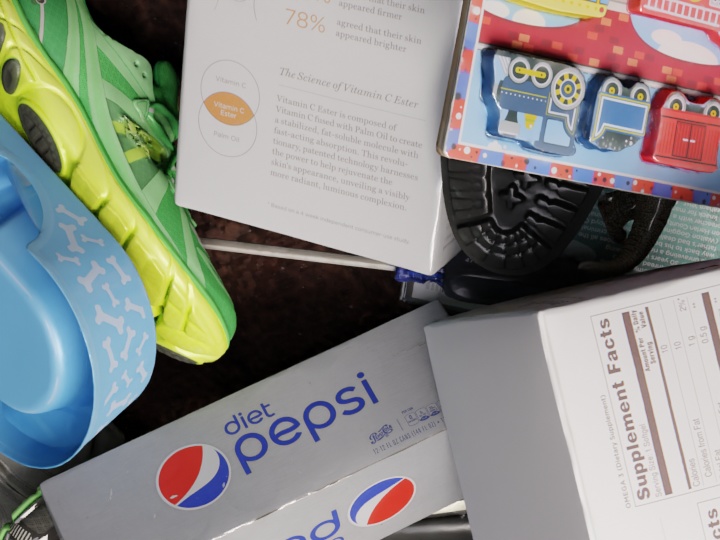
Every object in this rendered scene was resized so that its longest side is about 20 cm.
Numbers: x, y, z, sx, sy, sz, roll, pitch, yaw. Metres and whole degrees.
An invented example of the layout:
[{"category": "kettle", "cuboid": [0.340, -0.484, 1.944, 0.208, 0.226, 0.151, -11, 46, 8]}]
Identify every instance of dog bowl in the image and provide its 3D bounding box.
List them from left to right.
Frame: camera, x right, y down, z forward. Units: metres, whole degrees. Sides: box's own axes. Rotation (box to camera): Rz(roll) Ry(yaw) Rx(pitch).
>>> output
[{"category": "dog bowl", "cuboid": [-0.164, -0.006, 0.986, 0.200, 0.049, 0.112, 46, 135, 19]}]

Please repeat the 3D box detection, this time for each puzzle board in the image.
[{"category": "puzzle board", "cuboid": [0.127, -0.101, 0.839, 0.199, 0.017, 0.151, 8, 94, -31]}]

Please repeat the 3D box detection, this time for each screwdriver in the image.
[{"category": "screwdriver", "cuboid": [0.000, 0.000, 1.026, 0.199, 0.028, 0.029, 2, 87, 11]}]

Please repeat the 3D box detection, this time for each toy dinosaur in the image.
[{"category": "toy dinosaur", "cuboid": [0.140, -0.068, 0.910, 0.077, 0.200, 0.102, 52, 140, 11]}]

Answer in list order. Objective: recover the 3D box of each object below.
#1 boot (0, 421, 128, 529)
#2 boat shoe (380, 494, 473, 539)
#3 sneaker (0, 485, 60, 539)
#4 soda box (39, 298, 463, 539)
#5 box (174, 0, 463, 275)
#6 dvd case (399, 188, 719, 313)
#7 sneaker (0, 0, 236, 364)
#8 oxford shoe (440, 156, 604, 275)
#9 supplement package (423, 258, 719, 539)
[{"category": "boot", "cuboid": [-0.133, 0.075, 1.098, 0.130, 0.068, 0.200, 28, 116, -16]}, {"category": "boat shoe", "cuboid": [0.055, 0.120, 1.063, 0.200, 0.074, 0.063, -8, 104, 10]}, {"category": "sneaker", "cuboid": [-0.076, 0.152, 1.073, 0.199, 0.084, 0.077, 23, 112, -22]}, {"category": "soda box", "cuboid": [-0.035, 0.093, 1.006, 0.199, 0.068, 0.064, -25, 144, -9]}, {"category": "box", "cuboid": [0.003, -0.118, 0.940, 0.124, 0.097, 0.201, 16, 116, 20]}, {"category": "dvd case", "cuboid": [0.102, -0.063, 1.003, 0.145, 0.022, 0.201, 11, 114, 6]}, {"category": "sneaker", "cuboid": [-0.103, -0.052, 1.006, 0.074, 0.083, 0.201, -20, 100, 57]}, {"category": "oxford shoe", "cuboid": [0.083, -0.096, 0.886, 0.072, 0.084, 0.201, 16, 101, 12]}, {"category": "supplement package", "cuboid": [0.111, 0.080, 0.883, 0.110, 0.200, 0.157, -14, 90, -11]}]
